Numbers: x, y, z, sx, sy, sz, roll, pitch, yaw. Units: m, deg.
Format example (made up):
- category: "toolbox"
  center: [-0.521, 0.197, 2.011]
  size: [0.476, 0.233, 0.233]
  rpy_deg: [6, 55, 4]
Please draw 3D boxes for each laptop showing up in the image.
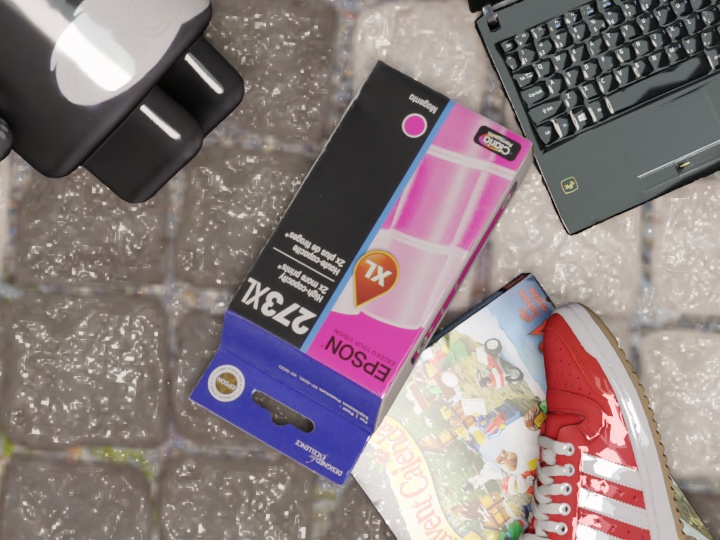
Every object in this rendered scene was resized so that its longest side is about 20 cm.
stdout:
- category: "laptop"
  center: [0.153, -0.144, 0.989]
  size: [0.177, 0.103, 0.200]
  rpy_deg: [-24, 91, -4]

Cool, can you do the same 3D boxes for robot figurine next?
- category: "robot figurine"
  center: [-0.155, -0.126, 0.954]
  size: [0.200, 0.150, 0.125]
  rpy_deg: [43, 101, -9]

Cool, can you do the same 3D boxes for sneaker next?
- category: "sneaker"
  center: [0.096, 0.124, 0.960]
  size: [0.112, 0.071, 0.201]
  rpy_deg: [-17, 93, -8]

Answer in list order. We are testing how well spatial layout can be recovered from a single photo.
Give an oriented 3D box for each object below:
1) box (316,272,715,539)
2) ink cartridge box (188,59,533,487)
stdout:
- category: "box"
  center: [0.088, 0.121, 1.015]
  size: [0.136, 0.038, 0.200]
  rpy_deg: [-35, 92, -4]
- category: "ink cartridge box"
  center: [0.000, 0.000, 0.990]
  size: [0.095, 0.037, 0.200]
  rpy_deg: [29, 82, 12]
